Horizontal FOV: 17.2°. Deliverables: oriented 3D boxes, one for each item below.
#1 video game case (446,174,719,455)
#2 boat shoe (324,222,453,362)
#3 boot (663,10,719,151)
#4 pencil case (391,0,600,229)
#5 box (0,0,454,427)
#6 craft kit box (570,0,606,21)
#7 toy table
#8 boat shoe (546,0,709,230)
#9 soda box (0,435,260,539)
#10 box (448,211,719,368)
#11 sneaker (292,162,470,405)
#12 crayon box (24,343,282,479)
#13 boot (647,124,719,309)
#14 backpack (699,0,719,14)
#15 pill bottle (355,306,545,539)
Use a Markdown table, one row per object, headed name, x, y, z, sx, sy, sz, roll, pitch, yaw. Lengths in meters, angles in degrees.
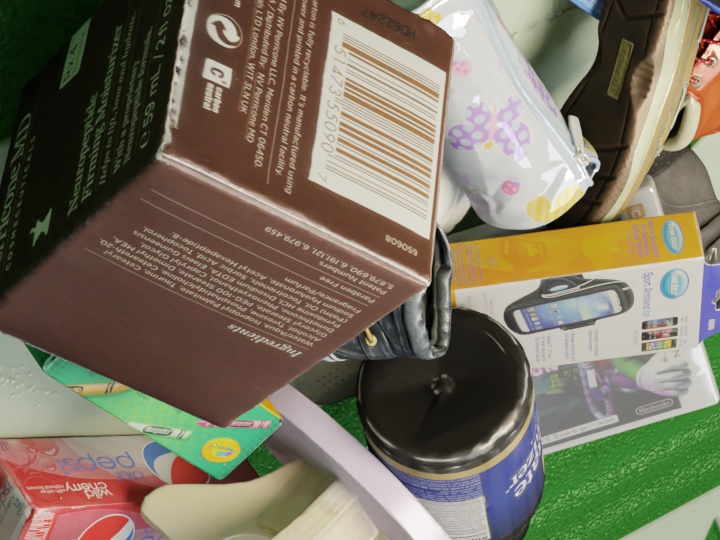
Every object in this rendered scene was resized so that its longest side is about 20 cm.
| name | x | y | z | sx | sy | sz | roll | pitch | yaw |
| --- | --- | --- | --- | --- | --- | --- | --- | --- | --- |
| video game case | 0.125 | 0.043 | 1.608 | 0.199 | 0.023 | 0.182 | -17 | 119 | 8 |
| boat shoe | 0.004 | -0.041 | 1.427 | 0.071 | 0.091 | 0.201 | -39 | 125 | -57 |
| boot | 0.240 | -0.163 | 1.568 | 0.107 | 0.075 | 0.200 | -28 | 143 | -27 |
| pencil case | 0.067 | -0.112 | 1.430 | 0.083 | 0.091 | 0.200 | -53 | 129 | -19 |
| box | -0.076 | -0.049 | 1.249 | 0.164 | 0.166 | 0.200 | 25 | 142 | -26 |
| craft kit box | 0.171 | -0.256 | 1.447 | 0.198 | 0.049 | 0.200 | -47 | 143 | 13 |
| toy table | -0.038 | 0.171 | 1.510 | 0.117 | 0.200 | 0.184 | -46 | 160 | -17 |
| boat shoe | 0.179 | -0.105 | 1.507 | 0.076 | 0.072 | 0.201 | -5 | 125 | -43 |
| soda box | -0.159 | 0.152 | 1.560 | 0.200 | 0.070 | 0.064 | 2 | 127 | -43 |
| box | 0.142 | 0.016 | 1.531 | 0.199 | 0.042 | 0.119 | -9 | 149 | 0 |
| sneaker | 0.000 | 0.000 | 1.523 | 0.087 | 0.074 | 0.201 | -20 | 138 | -63 |
| crayon box | -0.141 | 0.038 | 1.416 | 0.058 | 0.119 | 0.200 | -43 | 144 | 5 |
| boot | 0.178 | 0.000 | 1.635 | 0.200 | 0.132 | 0.070 | -32 | -178 | -7 |
| backpack | 0.271 | -0.209 | 1.417 | 0.199 | 0.168 | 0.163 | 25 | 109 | -16 |
| pill bottle | 0.062 | 0.116 | 1.537 | 0.112 | 0.112 | 0.200 | -32 | 151 | -10 |
